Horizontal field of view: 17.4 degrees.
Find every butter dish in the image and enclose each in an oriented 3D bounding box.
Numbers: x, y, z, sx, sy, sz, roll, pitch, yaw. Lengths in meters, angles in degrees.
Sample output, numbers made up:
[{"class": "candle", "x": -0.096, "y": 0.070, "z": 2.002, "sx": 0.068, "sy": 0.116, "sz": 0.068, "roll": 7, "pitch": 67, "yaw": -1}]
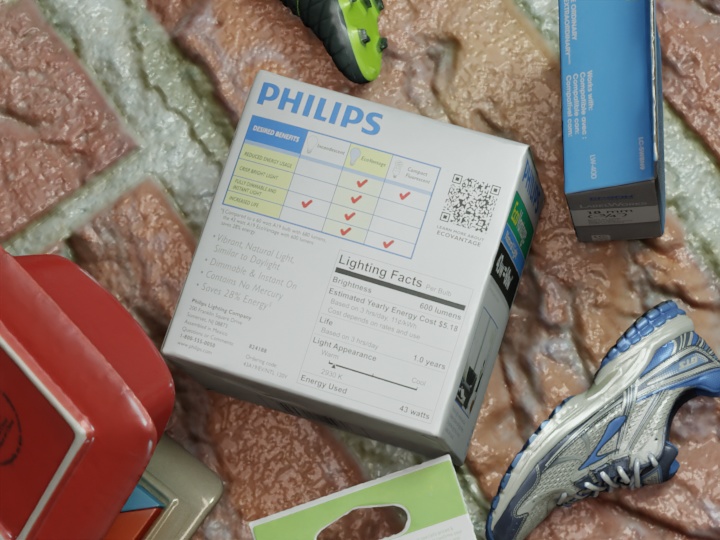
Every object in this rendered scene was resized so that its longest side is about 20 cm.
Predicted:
[{"class": "butter dish", "x": -0.194, "y": 0.078, "z": 1.531, "sx": 0.199, "sy": 0.148, "sz": 0.200, "roll": 45, "pitch": 129, "yaw": 15}]

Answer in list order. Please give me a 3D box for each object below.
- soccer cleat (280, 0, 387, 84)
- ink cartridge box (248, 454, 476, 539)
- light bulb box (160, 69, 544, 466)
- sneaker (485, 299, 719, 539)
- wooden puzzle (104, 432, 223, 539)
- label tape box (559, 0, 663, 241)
[{"class": "soccer cleat", "x": -0.043, "y": -0.212, "z": 1.651, "sx": 0.081, "sy": 0.067, "sz": 0.201, "roll": -28, "pitch": 73, "yaw": 20}, {"class": "ink cartridge box", "x": 0.028, "y": 0.241, "z": 1.528, "sx": 0.147, "sy": 0.076, "sz": 0.201, "roll": -19, "pitch": 74, "yaw": 5}, {"class": "light bulb box", "x": 0.000, "y": 0.000, "z": 1.559, "sx": 0.197, "sy": 0.125, "sz": 0.201, "roll": 16, "pitch": 80, "yaw": 13}, {"class": "sneaker", "x": 0.163, "y": 0.115, "z": 1.535, "sx": 0.085, "sy": 0.077, "sz": 0.200, "roll": 42, "pitch": 87, "yaw": 11}, {"class": "wooden puzzle", "x": -0.220, "y": 0.171, "z": 1.601, "sx": 0.185, "sy": 0.037, "sz": 0.200, "roll": 36, "pitch": 85, "yaw": 15}, {"class": "label tape box", "x": 0.161, "y": -0.112, "z": 1.511, "sx": 0.063, "sy": 0.200, "sz": 0.145, "roll": -2, "pitch": 77, "yaw": 8}]
